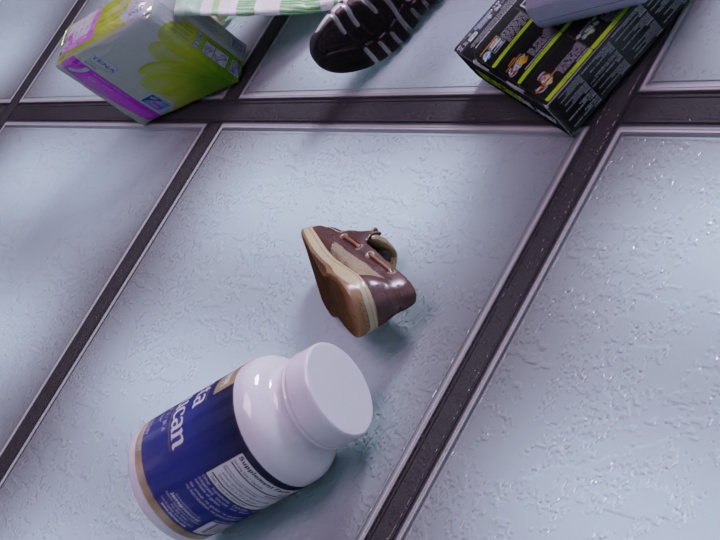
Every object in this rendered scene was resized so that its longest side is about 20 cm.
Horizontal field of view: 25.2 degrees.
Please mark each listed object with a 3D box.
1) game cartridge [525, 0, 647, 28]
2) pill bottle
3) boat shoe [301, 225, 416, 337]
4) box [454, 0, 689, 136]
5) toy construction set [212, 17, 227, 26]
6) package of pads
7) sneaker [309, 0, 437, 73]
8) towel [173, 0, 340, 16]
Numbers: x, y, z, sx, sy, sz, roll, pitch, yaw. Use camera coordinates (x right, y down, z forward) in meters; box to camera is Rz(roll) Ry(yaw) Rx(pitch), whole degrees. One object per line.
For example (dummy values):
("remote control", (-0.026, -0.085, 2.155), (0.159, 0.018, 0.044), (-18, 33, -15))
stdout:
("game cartridge", (0.217, -0.295, 1.380), (0.132, 0.041, 0.201), (-2, 52, 46))
("pill bottle", (-0.089, 0.138, 1.332), (0.199, 0.111, 0.112), (-31, 36, 30))
("boat shoe", (0.000, 0.000, 1.421), (0.071, 0.073, 0.200), (-21, 18, -9))
("box", (0.195, -0.232, 1.417), (0.200, 0.047, 0.193), (-49, 33, 2))
("toy construction set", (-0.239, -0.348, 1.995), (0.092, 0.198, 0.132), (-39, 53, 39))
("package of pads", (-0.254, -0.261, 1.931), (0.199, 0.154, 0.069), (-17, 50, 43))
("sneaker", (0.025, -0.289, 1.690), (0.199, 0.076, 0.116), (-36, 27, 4))
("towel", (-0.106, -0.348, 1.857), (0.197, 0.024, 0.154), (1, 50, 8))
